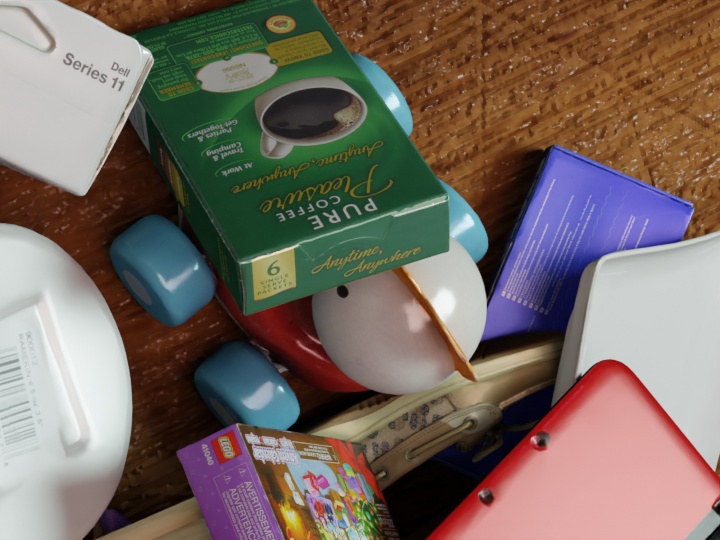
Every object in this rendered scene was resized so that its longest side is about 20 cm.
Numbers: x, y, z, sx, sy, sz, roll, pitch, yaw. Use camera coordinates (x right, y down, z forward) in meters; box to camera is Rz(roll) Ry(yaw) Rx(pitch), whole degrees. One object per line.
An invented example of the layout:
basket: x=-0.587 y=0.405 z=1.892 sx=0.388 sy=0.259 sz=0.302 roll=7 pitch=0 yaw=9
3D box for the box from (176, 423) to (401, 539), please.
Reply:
box: x=-0.020 y=0.154 z=1.486 sx=0.039 sy=0.200 sz=0.137 roll=-26 pitch=77 yaw=14

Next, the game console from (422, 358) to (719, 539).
game console: x=0.116 y=0.183 z=1.574 sx=0.200 sy=0.119 sz=0.173 roll=-43 pitch=157 yaw=-27

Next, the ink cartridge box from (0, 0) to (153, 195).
ink cartridge box: x=-0.214 y=-0.114 z=1.409 sx=0.146 sy=0.200 sz=0.083 roll=26 pitch=87 yaw=-29

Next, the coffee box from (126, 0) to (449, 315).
coffee box: x=-0.046 y=-0.067 z=1.505 sx=0.123 sy=0.200 sz=0.044 roll=-18 pitch=136 yaw=-17

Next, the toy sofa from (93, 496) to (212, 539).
toy sofa: x=-0.063 y=0.203 z=1.494 sx=0.083 sy=0.098 sz=0.200 roll=-23 pitch=124 yaw=18

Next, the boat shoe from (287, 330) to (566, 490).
boat shoe: x=0.034 y=0.093 z=1.625 sx=0.200 sy=0.073 sz=0.063 roll=-24 pitch=93 yaw=6

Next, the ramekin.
ramekin: x=-0.210 y=0.068 z=1.459 sx=0.200 sy=0.098 sz=0.201 roll=12 pitch=74 yaw=-48

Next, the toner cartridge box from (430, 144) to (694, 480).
toner cartridge box: x=0.116 y=0.035 z=1.683 sx=0.095 sy=0.043 sz=0.200 roll=23 pitch=88 yaw=-2

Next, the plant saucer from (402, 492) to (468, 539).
plant saucer: x=0.126 y=0.215 z=1.739 sx=0.200 sy=0.048 sz=0.200 roll=-34 pitch=113 yaw=-18

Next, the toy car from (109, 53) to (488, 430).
toy car: x=0.000 y=0.000 z=1.544 sx=0.184 sy=0.200 sz=0.177 roll=-40 pitch=115 yaw=-16

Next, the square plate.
square plate: x=0.164 y=0.070 z=1.653 sx=0.200 sy=0.028 sz=0.199 roll=-13 pitch=118 yaw=-53
